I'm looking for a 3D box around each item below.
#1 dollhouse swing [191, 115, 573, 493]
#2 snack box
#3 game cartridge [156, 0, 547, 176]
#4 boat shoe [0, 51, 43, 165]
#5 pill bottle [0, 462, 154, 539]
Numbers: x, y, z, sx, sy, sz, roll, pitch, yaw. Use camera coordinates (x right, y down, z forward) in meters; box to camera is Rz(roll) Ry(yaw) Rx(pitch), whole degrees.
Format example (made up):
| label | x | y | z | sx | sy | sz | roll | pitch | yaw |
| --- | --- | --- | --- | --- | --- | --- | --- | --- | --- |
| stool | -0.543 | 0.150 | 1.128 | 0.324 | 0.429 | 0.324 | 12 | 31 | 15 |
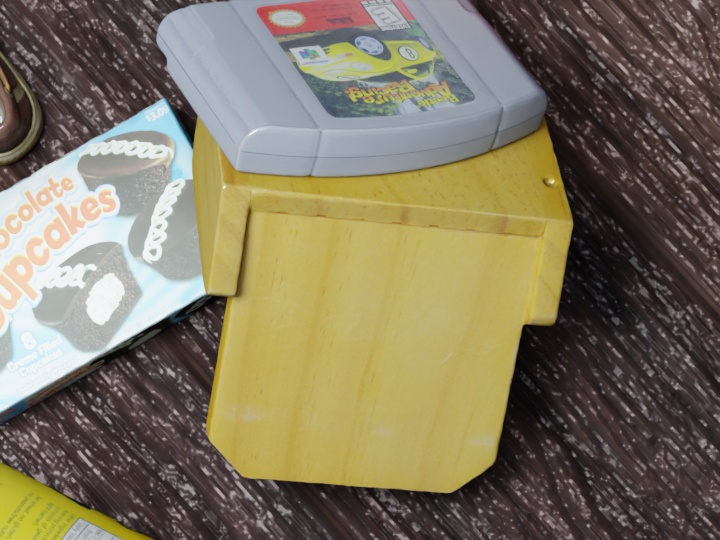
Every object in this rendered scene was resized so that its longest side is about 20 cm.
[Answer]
| label | x | y | z | sx | sy | sz | roll | pitch | yaw |
| --- | --- | --- | --- | --- | --- | --- | --- | --- | --- |
| dollhouse swing | 0.000 | 0.000 | 1.644 | 0.198 | 0.177 | 0.182 | 4 | 38 | -12 |
| snack box | -0.172 | -0.001 | 1.694 | 0.199 | 0.037 | 0.117 | -30 | 80 | 2 |
| game cartridge | 0.000 | -0.108 | 1.609 | 0.199 | 0.041 | 0.133 | -10 | 48 | -29 |
| boat shoe | -0.268 | -0.149 | 1.706 | 0.072 | 0.072 | 0.200 | -39 | 80 | 0 |
| pill bottle | -0.170 | 0.190 | 1.630 | 0.199 | 0.114 | 0.115 | 26 | 86 | 8 |
